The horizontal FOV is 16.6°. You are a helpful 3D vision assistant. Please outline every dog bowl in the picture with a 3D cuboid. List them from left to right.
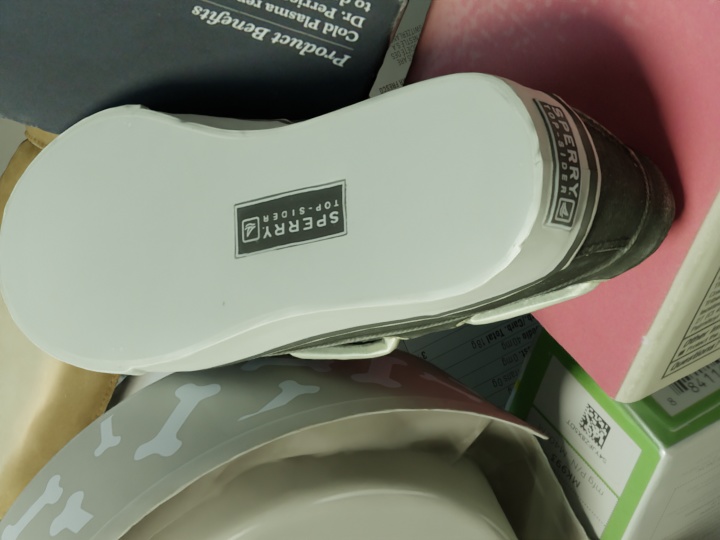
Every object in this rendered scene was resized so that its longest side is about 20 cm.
[{"bbox_3d":[-0.022,0.107,0.687,0.059,0.199,0.201,-130,33,-48],"label":"dog bowl"}]

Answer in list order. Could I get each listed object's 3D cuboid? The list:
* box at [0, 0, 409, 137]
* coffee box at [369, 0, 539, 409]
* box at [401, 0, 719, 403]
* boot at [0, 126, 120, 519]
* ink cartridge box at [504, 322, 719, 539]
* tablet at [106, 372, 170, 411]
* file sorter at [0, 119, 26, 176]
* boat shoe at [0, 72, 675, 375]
[{"bbox_3d":[-0.025,-0.162,0.673,0.123,0.201,0.197,19,140,-7],"label":"box"},{"bbox_3d":[0.000,0.000,0.870,0.114,0.079,0.201,-21,93,57],"label":"coffee box"},{"bbox_3d":[0.105,-0.084,0.628,0.109,0.127,0.200,48,142,24],"label":"box"},{"bbox_3d":[-0.148,-0.024,1.009,0.175,0.066,0.200,45,119,26],"label":"boot"},{"bbox_3d":[0.085,0.079,0.781,0.059,0.104,0.201,47,143,26],"label":"ink cartridge box"},{"bbox_3d":[-0.091,0.082,0.991,0.200,0.014,0.131,-43,30,41],"label":"tablet"},{"bbox_3d":[-0.231,-0.034,1.094,0.124,0.139,0.201,13,122,34],"label":"file sorter"},{"bbox_3d":[-0.012,-0.006,0.636,0.199,0.064,0.071,-4,79,41],"label":"boat shoe"}]
